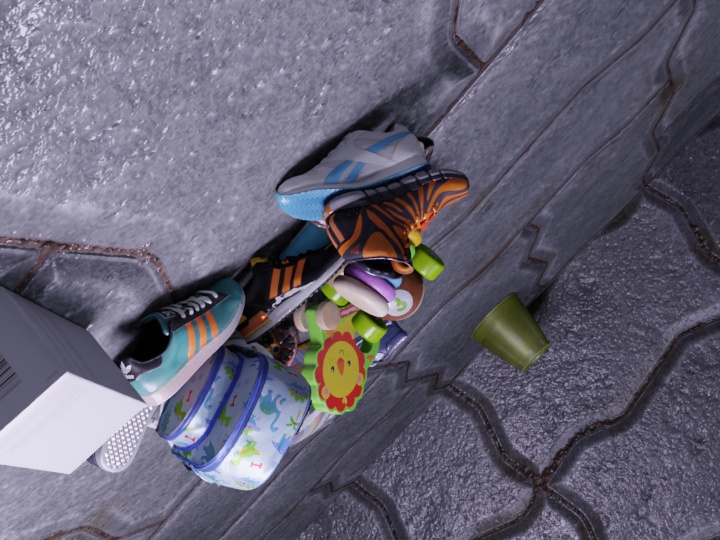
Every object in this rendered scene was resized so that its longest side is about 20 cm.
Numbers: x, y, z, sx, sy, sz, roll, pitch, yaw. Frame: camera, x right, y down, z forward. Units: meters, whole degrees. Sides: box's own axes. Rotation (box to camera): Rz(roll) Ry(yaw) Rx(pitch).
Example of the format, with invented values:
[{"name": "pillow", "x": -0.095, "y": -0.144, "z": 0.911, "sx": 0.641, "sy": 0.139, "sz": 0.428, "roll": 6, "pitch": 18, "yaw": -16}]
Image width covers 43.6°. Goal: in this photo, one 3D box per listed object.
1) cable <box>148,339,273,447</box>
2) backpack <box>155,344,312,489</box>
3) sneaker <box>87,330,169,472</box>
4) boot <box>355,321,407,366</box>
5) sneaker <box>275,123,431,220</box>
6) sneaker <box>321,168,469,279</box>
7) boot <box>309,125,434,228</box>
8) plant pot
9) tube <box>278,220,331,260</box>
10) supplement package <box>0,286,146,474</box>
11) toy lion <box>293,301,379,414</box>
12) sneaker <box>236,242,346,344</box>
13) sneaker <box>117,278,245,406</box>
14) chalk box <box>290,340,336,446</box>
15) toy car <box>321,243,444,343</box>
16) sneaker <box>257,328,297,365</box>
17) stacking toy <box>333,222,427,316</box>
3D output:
[{"name": "cable", "x": -0.198, "y": 0.199, "z": 1.338, "sx": 0.200, "sy": 0.069, "sz": 0.200, "roll": -49, "pitch": 134, "yaw": -10}, {"name": "backpack", "x": -0.169, "y": 0.185, "z": 1.169, "sx": 0.200, "sy": 0.147, "sz": 0.184, "roll": 1, "pitch": -119, "yaw": 61}, {"name": "sneaker", "x": -0.291, "y": 0.151, "z": 1.138, "sx": 0.079, "sy": 0.079, "sz": 0.201, "roll": 51, "pitch": 58, "yaw": -40}, {"name": "boot", "x": -0.004, "y": 0.161, "z": 1.773, "sx": 0.200, "sy": 0.090, "sz": 0.073, "roll": -42, "pitch": 163, "yaw": -8}, {"name": "sneaker", "x": -0.016, "y": -0.123, "z": 1.132, "sx": 0.199, "sy": 0.081, "sz": 0.077, "roll": -18, "pitch": 157, "yaw": -15}, {"name": "sneaker", "x": 0.059, "y": -0.051, "z": 1.111, "sx": 0.199, "sy": 0.113, "sz": 0.078, "roll": -18, "pitch": 157, "yaw": -16}, {"name": "boot", "x": 0.021, "y": -0.128, "z": 1.230, "sx": 0.200, "sy": 0.070, "sz": 0.147, "roll": -12, "pitch": 136, "yaw": -58}, {"name": "plant pot", "x": 0.485, "y": 0.209, "z": 2.828, "sx": 0.200, "sy": 0.193, "sz": 0.201, "roll": -39, "pitch": 162, "yaw": -15}, {"name": "tube", "x": -0.109, "y": 0.006, "z": 1.265, "sx": 0.200, "sy": 0.050, "sz": 0.077, "roll": -46, "pitch": 155, "yaw": 19}, {"name": "supplement package", "x": -0.323, "y": 0.117, "z": 0.901, "sx": 0.117, "sy": 0.117, "sz": 0.200, "roll": -43, "pitch": 162, "yaw": -5}, {"name": "toy lion", "x": -0.030, "y": 0.134, "z": 1.496, "sx": 0.068, "sy": 0.193, "sz": 0.200, "roll": -4, "pitch": -169, "yaw": 36}, {"name": "sneaker", "x": -0.099, "y": 0.005, "z": 1.194, "sx": 0.200, "sy": 0.090, "sz": 0.070, "roll": -41, "pitch": -178, "yaw": 3}, {"name": "sneaker", "x": -0.217, "y": 0.068, "z": 1.107, "sx": 0.200, "sy": 0.071, "sz": 0.080, "roll": -54, "pitch": 133, "yaw": -35}, {"name": "chalk box", "x": -0.098, "y": 0.215, "z": 1.634, "sx": 0.200, "sy": 0.124, "sz": 0.125, "roll": -22, "pitch": 151, "yaw": -53}, {"name": "toy car", "x": 0.000, "y": 0.000, "z": 1.319, "sx": 0.164, "sy": 0.158, "sz": 0.200, "roll": -48, "pitch": 157, "yaw": 14}, {"name": "sneaker", "x": -0.173, "y": 0.182, "z": 1.462, "sx": 0.200, "sy": 0.078, "sz": 0.082, "roll": -43, "pitch": 168, "yaw": 0}, {"name": "stacking toy", "x": 0.047, "y": -0.041, "z": 1.224, "sx": 0.201, "sy": 0.085, "sz": 0.085, "roll": -58, "pitch": 165, "yaw": -11}]
